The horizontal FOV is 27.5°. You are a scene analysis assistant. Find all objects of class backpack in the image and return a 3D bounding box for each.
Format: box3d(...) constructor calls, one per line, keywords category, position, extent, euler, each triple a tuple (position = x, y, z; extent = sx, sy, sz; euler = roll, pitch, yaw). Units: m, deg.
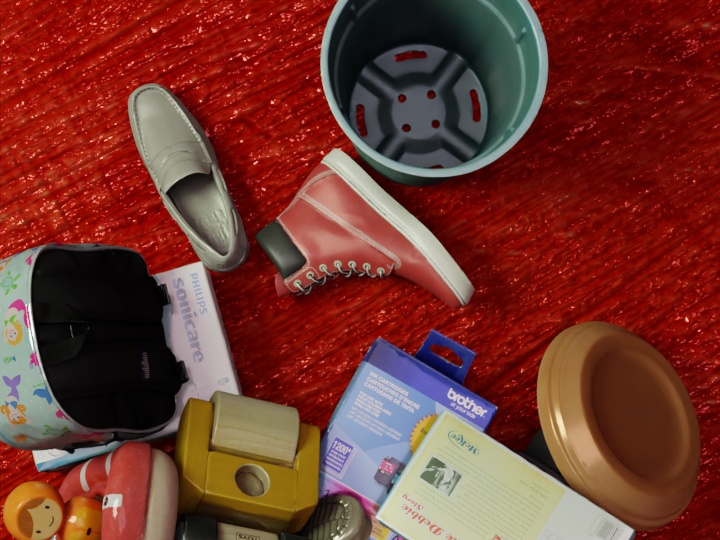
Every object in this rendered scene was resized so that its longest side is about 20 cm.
box3d(category="backpack", position=(-0.257, 0.067, 1.248), extent=(0.149, 0.200, 0.180), euler=(-15, 83, 16))

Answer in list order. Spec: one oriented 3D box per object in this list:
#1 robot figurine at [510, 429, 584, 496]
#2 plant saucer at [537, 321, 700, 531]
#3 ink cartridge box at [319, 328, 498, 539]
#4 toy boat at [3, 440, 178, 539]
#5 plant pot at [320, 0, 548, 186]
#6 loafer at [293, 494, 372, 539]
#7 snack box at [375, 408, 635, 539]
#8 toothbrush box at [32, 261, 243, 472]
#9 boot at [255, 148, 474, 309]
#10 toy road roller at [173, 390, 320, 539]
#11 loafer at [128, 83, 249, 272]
box3d(category="robot figurine", position=(0.149, 0.246, 1.360), extent=(0.149, 0.125, 0.201), euler=(32, 81, 18))
box3d(category="plant saucer", position=(0.248, 0.138, 1.361), extent=(0.199, 0.037, 0.202), euler=(20, 55, -30))
box3d(category="ink cartridge box", position=(0.039, 0.156, 1.393), extent=(0.135, 0.076, 0.201), euler=(29, 82, 2))
box3d(category="toy boat", position=(-0.239, 0.212, 1.250), extent=(0.130, 0.199, 0.132), euler=(17, 64, -31))
box3d(category="plant pot", position=(0.060, -0.169, 1.370), extent=(0.198, 0.196, 0.203), euler=(0, 83, -3))
box3d(category="loafer", position=(-0.043, 0.274, 1.344), extent=(0.068, 0.200, 0.076), euler=(30, 41, -17))
box3d(category="snack box", position=(0.125, 0.223, 1.285), extent=(0.199, 0.037, 0.117), euler=(32, 80, 18))
box3d(category="toothbrush box", position=(-0.219, 0.092, 1.386), extent=(0.198, 0.085, 0.148), euler=(-17, 83, -3))
box3d(category="boot", position=(0.000, 0.000, 1.414), extent=(0.200, 0.072, 0.144), euler=(41, 84, 11))
box3d(category="toy road roller", position=(-0.116, 0.223, 1.305), extent=(0.122, 0.146, 0.202), euler=(14, 50, -15))
box3d(category="loafer", position=(-0.165, -0.093, 1.417), extent=(0.069, 0.070, 0.201), euler=(-30, 85, -5))
